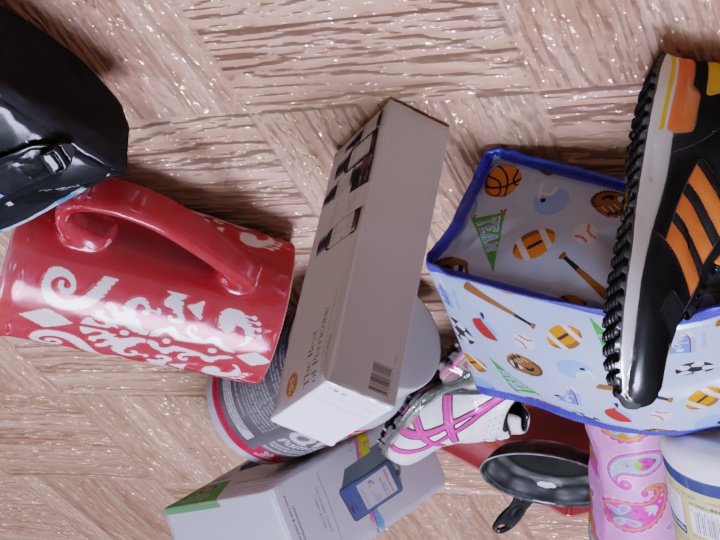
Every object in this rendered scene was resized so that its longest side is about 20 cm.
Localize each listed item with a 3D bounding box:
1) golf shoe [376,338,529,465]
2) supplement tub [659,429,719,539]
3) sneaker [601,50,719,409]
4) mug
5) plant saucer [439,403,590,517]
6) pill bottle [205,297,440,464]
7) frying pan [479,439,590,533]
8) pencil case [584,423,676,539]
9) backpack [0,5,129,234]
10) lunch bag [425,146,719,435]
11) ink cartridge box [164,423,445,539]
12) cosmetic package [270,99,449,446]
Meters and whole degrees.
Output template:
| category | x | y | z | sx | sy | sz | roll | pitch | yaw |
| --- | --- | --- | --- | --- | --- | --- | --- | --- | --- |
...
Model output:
| category | x | y | z | sx | sy | sz | roll | pitch | yaw |
| --- | --- | --- | --- | --- | --- | --- | --- | --- | --- |
| golf shoe | 0.082 | 0.110 | 1.168 | 0.092 | 0.073 | 0.200 | 40 | 138 | 0 |
| supplement tub | 0.291 | 0.183 | 1.040 | 0.143 | 0.144 | 0.202 | -2 | 113 | 26 |
| sneaker | 0.189 | -0.019 | 0.834 | 0.089 | 0.202 | 0.070 | 9 | 174 | 3 |
| mug | -0.152 | 0.009 | 1.069 | 0.198 | 0.135 | 0.177 | 16 | -179 | -11 |
| plant saucer | 0.177 | 0.140 | 1.263 | 0.199 | 0.037 | 0.199 | 31 | 146 | -26 |
| pill bottle | -0.028 | 0.078 | 1.168 | 0.110 | 0.112 | 0.199 | 28 | 147 | -24 |
| frying pan | 0.163 | 0.188 | 1.283 | 0.114 | 0.031 | 0.190 | 6 | 153 | 14 |
| pencil case | 0.212 | 0.144 | 1.140 | 0.087 | 0.088 | 0.201 | 4 | 129 | 17 |
| backpack | -0.270 | -0.089 | 0.976 | 0.163 | 0.155 | 0.200 | 32 | 124 | -33 |
| lunch bag | 0.166 | 0.022 | 0.968 | 0.199 | 0.124 | 0.170 | 17 | 156 | 29 |
| ink cartridge box | -0.045 | 0.194 | 1.286 | 0.145 | 0.199 | 0.088 | -17 | 94 | 43 |
| cosmetic package | 0.000 | 0.000 | 0.933 | 0.050 | 0.202 | 0.083 | 22 | 149 | -17 |
